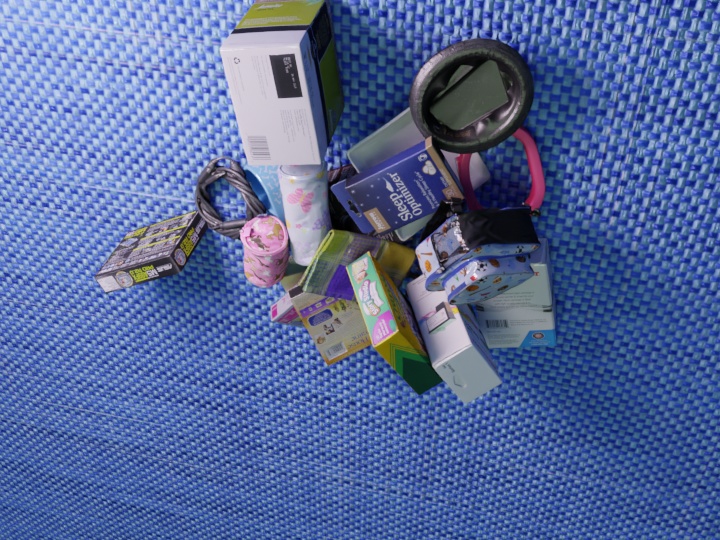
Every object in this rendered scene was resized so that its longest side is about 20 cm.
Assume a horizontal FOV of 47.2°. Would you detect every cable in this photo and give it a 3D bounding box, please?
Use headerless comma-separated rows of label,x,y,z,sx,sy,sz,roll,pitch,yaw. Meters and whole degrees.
cable,-0.247,-0.128,1.569,0.163,0.051,0.199,46,145,-7

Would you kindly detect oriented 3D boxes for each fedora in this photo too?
fedora,0.176,-0.289,1.317,0.196,0.092,0.204,3,124,4

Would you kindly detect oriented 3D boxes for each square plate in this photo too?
square plate,0.101,-0.184,1.419,0.197,0.028,0.201,-35,118,0

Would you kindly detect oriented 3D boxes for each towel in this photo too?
towel,0.000,0.000,1.502,0.197,0.023,0.145,15,120,-32

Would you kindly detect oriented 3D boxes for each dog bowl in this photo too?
dog bowl,-0.158,-0.128,1.534,0.111,0.049,0.202,33,150,49

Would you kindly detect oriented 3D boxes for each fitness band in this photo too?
fitness band,0.242,-0.163,1.414,0.141,0.038,0.202,-18,124,7

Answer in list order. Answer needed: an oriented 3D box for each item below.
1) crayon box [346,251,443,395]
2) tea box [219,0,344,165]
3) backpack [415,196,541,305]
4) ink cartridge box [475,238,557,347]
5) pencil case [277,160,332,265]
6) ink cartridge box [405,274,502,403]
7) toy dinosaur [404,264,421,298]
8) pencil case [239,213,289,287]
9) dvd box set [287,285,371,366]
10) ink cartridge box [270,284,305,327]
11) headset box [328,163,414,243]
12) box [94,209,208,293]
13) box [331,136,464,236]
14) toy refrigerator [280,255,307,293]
crayon box,0.059,0.092,1.449,0.058,0.202,0.173,-30,133,10
tea box,-0.116,-0.306,1.324,0.131,0.198,0.203,1,128,14
backpack,0.192,-0.025,1.399,0.197,0.157,0.190,2,163,-30
ink cartridge box,0.292,0.044,1.557,0.143,0.085,0.203,-2,126,19
pencil case,-0.091,-0.105,1.454,0.089,0.084,0.203,-8,127,-1
ink cartridge box,0.169,0.116,1.500,0.083,0.202,0.145,-30,133,13
toy dinosaur,0.148,0.027,1.608,0.101,0.078,0.200,28,120,-33
pencil case,-0.179,-0.032,1.538,0.087,0.082,0.200,57,165,14
dvd box set,-0.038,0.083,1.589,0.144,0.030,0.202,-26,130,0
ink cartridge box,-0.068,0.084,1.657,0.197,0.043,0.119,10,152,-29
headset box,0.006,-0.118,1.517,0.197,0.078,0.150,-14,122,25
box,-0.416,-0.039,1.650,0.197,0.161,0.045,-14,122,25
box,0.060,-0.130,1.373,0.197,0.033,0.122,-23,127,23
toy refrigerator,-0.058,-0.007,1.626,0.197,0.076,0.071,-13,123,26
